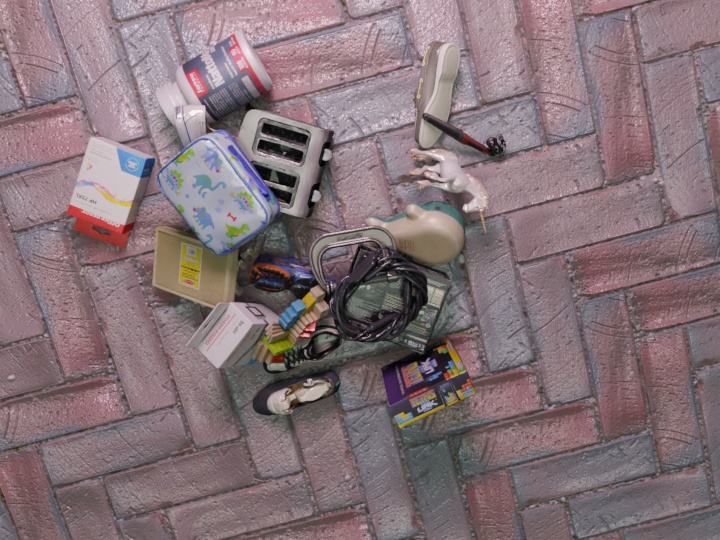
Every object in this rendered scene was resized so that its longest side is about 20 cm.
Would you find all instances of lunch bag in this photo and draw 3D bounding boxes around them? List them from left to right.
[{"bbox_3d":[-0.252,-0.140,1.225,0.160,0.083,0.200,-33,101,24],"label":"lunch bag"}]

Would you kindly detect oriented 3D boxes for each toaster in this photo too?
[{"bbox_3d":[-0.161,-0.213,1.317,0.199,0.119,0.182,16,99,-5],"label":"toaster"}]

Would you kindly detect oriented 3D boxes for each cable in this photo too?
[{"bbox_3d":[0.034,0.060,1.311,0.163,0.051,0.200,38,99,-22],"label":"cable"}]

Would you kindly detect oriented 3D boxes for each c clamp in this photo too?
[{"bbox_3d":[0.000,0.000,1.323,0.198,0.027,0.172,-4,100,-1],"label":"c clamp"}]

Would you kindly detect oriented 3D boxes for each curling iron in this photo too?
[{"bbox_3d":[0.205,-0.272,1.335,0.199,0.026,0.050,17,122,-23],"label":"curling iron"}]

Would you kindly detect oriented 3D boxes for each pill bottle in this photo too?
[{"bbox_3d":[-0.279,-0.351,1.284,0.199,0.120,0.120,-30,101,4],"label":"pill bottle"}]

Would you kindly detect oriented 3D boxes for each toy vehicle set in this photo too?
[{"bbox_3d":[-0.331,-0.005,1.344,0.199,0.026,0.125,17,107,28],"label":"toy vehicle set"}]

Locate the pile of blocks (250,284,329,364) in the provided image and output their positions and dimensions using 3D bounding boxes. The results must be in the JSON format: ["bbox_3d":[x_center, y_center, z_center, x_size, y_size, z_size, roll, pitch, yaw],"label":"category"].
[{"bbox_3d":[-0.134,0.121,1.344,0.200,0.082,0.062,-49,66,12],"label":"pile of blocks"}]

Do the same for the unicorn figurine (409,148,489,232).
[{"bbox_3d":[0.172,-0.177,1.311,0.136,0.201,0.074,1,146,-18],"label":"unicorn figurine"}]

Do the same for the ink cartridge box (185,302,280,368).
[{"bbox_3d":[-0.242,0.128,1.335,0.067,0.200,0.116,41,98,15],"label":"ink cartridge box"}]

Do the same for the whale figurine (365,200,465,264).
[{"bbox_3d":[0.113,-0.086,1.368,0.199,0.104,0.160,5,140,18],"label":"whale figurine"}]

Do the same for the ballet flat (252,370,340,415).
[{"bbox_3d":[-0.138,0.265,1.436,0.199,0.073,0.074,-18,101,2],"label":"ballet flat"}]

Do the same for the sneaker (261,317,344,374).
[{"bbox_3d":[-0.121,0.161,1.407,0.199,0.088,0.076,-29,102,5],"label":"sneaker"}]

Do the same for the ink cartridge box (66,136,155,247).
[{"bbox_3d":[-0.500,-0.150,1.344,0.116,0.067,0.201,20,100,-6],"label":"ink cartridge box"}]

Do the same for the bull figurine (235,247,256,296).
[{"bbox_3d":[-0.270,-0.043,1.357,0.121,0.065,0.201,-15,96,39],"label":"bull figurine"}]

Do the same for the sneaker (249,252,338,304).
[{"bbox_3d":[-0.128,0.011,1.385,0.199,0.079,0.075,21,125,-22],"label":"sneaker"}]

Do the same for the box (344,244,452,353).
[{"bbox_3d":[0.063,0.056,1.392,0.199,0.086,0.165,18,100,-5],"label":"box"}]

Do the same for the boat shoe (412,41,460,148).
[{"bbox_3d":[0.140,-0.345,1.330,0.060,0.072,0.203,27,112,38],"label":"boat shoe"}]

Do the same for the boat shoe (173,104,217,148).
[{"bbox_3d":[-0.293,-0.239,1.283,0.069,0.200,0.071,-10,59,-3],"label":"boat shoe"}]

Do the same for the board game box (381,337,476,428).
[{"bbox_3d":[0.132,0.221,1.369,0.164,0.200,0.057,-24,103,2],"label":"board game box"}]
